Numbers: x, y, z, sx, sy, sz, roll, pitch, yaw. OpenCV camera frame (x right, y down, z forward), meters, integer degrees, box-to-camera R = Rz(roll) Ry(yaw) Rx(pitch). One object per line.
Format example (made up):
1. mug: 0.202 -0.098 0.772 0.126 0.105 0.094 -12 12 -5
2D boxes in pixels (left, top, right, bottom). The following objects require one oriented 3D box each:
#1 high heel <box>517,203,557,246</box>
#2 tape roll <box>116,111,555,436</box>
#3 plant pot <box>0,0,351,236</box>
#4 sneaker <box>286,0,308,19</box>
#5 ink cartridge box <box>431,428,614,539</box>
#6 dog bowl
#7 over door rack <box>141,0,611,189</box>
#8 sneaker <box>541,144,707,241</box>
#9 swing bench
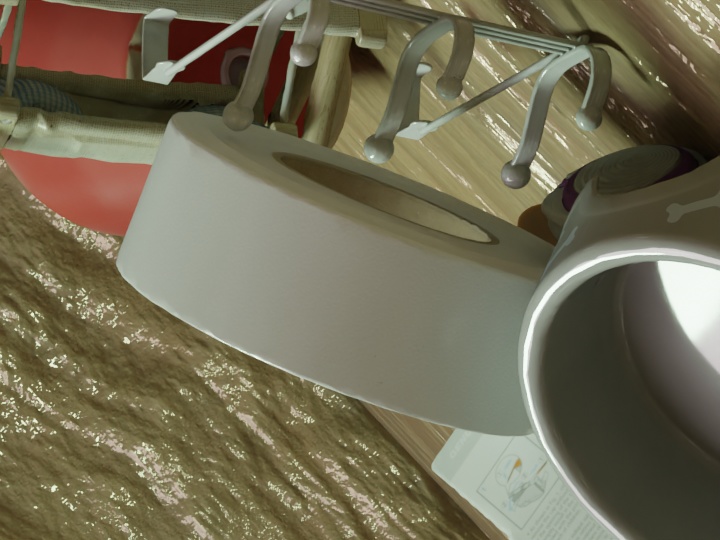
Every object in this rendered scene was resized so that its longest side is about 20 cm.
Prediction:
1. high heel: 0.121 0.067 1.520 0.096 0.067 0.200 86 162 -67
2. tape roll: 0.000 0.000 1.207 0.202 0.071 0.202 21 -172 -3
3. plant pot: -0.104 -0.114 1.672 0.200 0.200 0.177 50 163 -19
4. sneaker: -0.071 -0.204 1.284 0.200 0.088 0.075 48 175 1
5. ink cartridge box: 0.140 0.076 1.219 0.047 0.160 0.200 33 -176 -42
6. dog bowl: 0.148 0.047 1.054 0.200 0.059 0.200 23 135 24
7. over door rack: 0.001 -0.079 1.243 0.148 0.067 0.200 11 175 -24
8. sneaker: 0.137 0.009 1.163 0.200 0.075 0.100 37 146 60
9. swing bench: -0.112 -0.100 1.458 0.130 0.199 0.200 -101 24 -47
